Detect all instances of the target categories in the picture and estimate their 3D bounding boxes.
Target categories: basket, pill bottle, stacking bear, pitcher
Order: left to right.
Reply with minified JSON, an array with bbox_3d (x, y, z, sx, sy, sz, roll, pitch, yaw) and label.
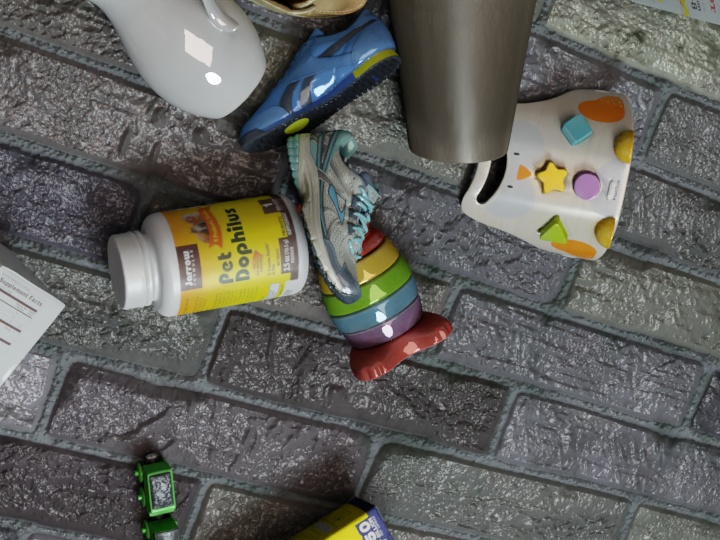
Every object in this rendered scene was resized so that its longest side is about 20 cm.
[{"bbox_3d":[-0.174,-0.250,1.543,0.200,0.171,0.122,42,60,-26],"label":"pitcher"},{"bbox_3d":[-0.162,-0.014,1.653,0.198,0.109,0.111,-10,110,-20],"label":"pill bottle"},{"bbox_3d":[0.000,0.000,1.730,0.121,0.114,0.202,-28,104,-12],"label":"stacking bear"},{"bbox_3d":[0.107,-0.228,1.695,0.178,0.136,0.203,-7,112,-20],"label":"basket"}]

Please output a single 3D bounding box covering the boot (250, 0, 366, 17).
[{"bbox_3d":[-0.056,-0.292,1.585,0.198,0.155,0.074,11,100,-28],"label":"boot"}]

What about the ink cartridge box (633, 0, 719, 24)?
[{"bbox_3d":[0.400,-0.371,1.734,0.143,0.200,0.147,-20,113,-16],"label":"ink cartridge box"}]

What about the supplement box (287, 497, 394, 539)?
[{"bbox_3d":[-0.050,0.364,1.804,0.199,0.109,0.110,-31,94,-12],"label":"supplement box"}]

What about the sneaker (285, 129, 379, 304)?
[{"bbox_3d":[-0.020,-0.064,1.637,0.085,0.202,0.078,-16,157,2],"label":"sneaker"}]

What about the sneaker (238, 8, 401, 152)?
[{"bbox_3d":[-0.054,-0.202,1.672,0.199,0.066,0.079,-34,77,8],"label":"sneaker"}]

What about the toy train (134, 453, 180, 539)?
[{"bbox_3d":[-0.221,0.303,1.758,0.041,0.056,0.203,-11,110,-20],"label":"toy train"}]

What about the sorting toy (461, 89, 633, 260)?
[{"bbox_3d":[0.211,-0.112,1.808,0.178,0.107,0.203,8,103,-6],"label":"sorting toy"}]

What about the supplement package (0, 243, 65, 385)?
[{"bbox_3d":[-0.412,0.064,1.550,0.201,0.113,0.109,-52,147,-2],"label":"supplement package"}]
